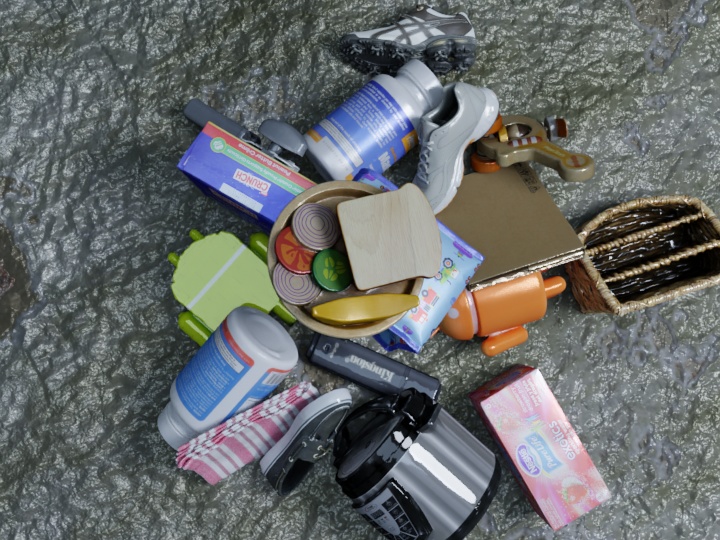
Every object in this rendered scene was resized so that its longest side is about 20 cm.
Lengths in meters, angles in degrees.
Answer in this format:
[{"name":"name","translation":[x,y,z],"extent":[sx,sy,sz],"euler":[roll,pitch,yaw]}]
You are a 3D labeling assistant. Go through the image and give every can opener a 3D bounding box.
[{"name":"can opener","translation":[-0.156,-0.196,1.059],"extent":[0.200,0.053,0.067],"euler":[33,94,23]}]

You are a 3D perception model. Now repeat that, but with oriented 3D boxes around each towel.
[{"name":"towel","translation":[-0.136,0.224,1.026],"extent":[0.200,0.146,0.030],"euler":[-28,63,-3]}]

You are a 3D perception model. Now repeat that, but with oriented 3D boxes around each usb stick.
[{"name":"usb stick","translation":[0.020,0.144,1.090],"extent":[0.200,0.033,0.056],"euler":[24,87,0]}]

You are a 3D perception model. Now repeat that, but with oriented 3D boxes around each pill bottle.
[{"name":"pill bottle","translation":[0.022,-0.202,1.070],"extent":[0.200,0.112,0.112],"euler":[-39,89,-3]},{"name":"pill bottle","translation":[-0.185,0.153,1.025],"extent":[0.112,0.112,0.200],"euler":[43,107,1]}]

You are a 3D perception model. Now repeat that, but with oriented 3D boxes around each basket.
[{"name":"basket","translation":[0.396,-0.030,1.056],"extent":[0.200,0.149,0.143],"euler":[-17,88,-2]}]

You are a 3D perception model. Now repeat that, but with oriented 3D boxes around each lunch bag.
[{"name":"lunch bag","translation":[0.024,-0.019,0.931],"extent":[0.200,0.094,0.151],"euler":[42,72,-15]}]

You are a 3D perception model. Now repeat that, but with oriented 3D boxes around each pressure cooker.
[{"name":"pressure cooker","translation":[0.062,0.256,1.014],"extent":[0.200,0.179,0.176],"euler":[42,87,-3]}]

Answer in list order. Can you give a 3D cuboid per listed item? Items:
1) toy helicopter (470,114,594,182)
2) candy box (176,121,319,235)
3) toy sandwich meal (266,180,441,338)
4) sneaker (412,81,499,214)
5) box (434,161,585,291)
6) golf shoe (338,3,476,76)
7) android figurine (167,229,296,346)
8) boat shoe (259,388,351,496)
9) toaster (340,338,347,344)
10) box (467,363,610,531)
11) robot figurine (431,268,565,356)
[{"name":"toy helicopter","translation":[0.250,-0.172,1.056],"extent":[0.132,0.200,0.079],"euler":[-26,129,-21]},{"name":"candy box","translation":[-0.137,-0.105,1.015],"extent":[0.169,0.200,0.077],"euler":[31,86,0]},{"name":"toy sandwich meal","translation":[-0.004,-0.019,0.855],"extent":[0.205,0.070,0.206],"euler":[2,78,-11]},{"name":"sneaker","translation":[0.102,-0.168,1.040],"extent":[0.092,0.076,0.200],"euler":[12,111,-41]},{"name":"box","translation":[0.191,-0.069,1.053],"extent":[0.163,0.021,0.200],"euler":[-18,48,-3]},{"name":"golf shoe","translation":[0.068,-0.337,1.108],"extent":[0.200,0.078,0.095],"euler":[2,69,-4]},{"name":"android figurine","translation":[-0.183,0.027,1.086],"extent":[0.200,0.041,0.182],"euler":[40,87,-2]},{"name":"boat shoe","translation":[-0.066,0.233,1.025],"extent":[0.200,0.069,0.057],"euler":[-51,58,33]},{"name":"toaster","translation":[0.000,0.000,1.049],"extent":[0.113,0.129,0.200],"euler":[5,87,-1]},{"name":"box","translation":[0.245,0.240,1.058],"extent":[0.095,0.103,0.200],"euler":[-30,89,-3]},{"name":"robot figurine","translation":[0.179,0.031,1.060],"extent":[0.200,0.117,0.144],"euler":[-15,119,-3]}]
